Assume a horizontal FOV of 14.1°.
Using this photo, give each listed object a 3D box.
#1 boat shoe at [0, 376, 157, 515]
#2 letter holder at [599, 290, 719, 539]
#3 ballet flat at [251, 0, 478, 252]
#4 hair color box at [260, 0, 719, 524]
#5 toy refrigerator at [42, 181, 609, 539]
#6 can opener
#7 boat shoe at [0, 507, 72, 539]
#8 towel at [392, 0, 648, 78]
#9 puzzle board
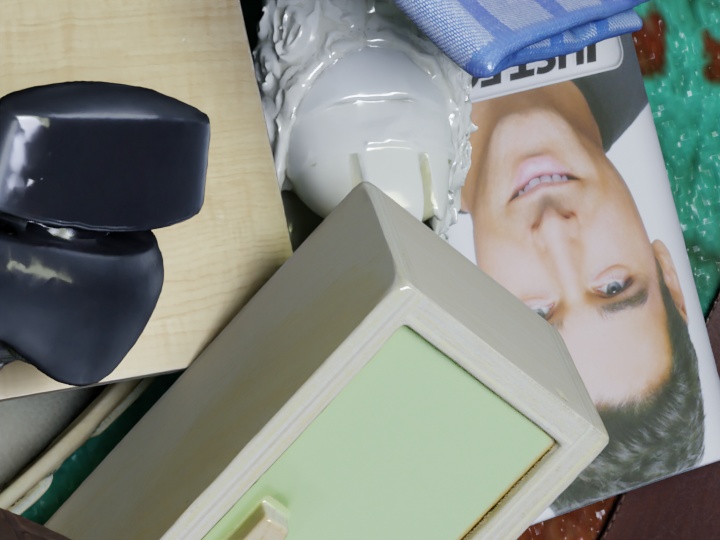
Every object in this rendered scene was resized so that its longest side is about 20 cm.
[{"bbox_3d":[-0.088,0.017,0.811,0.201,0.063,0.073,-47,108,-29],"label":"boat shoe"},{"bbox_3d":[0.161,0.086,0.917,0.100,0.142,0.201,39,64,-23],"label":"letter holder"},{"bbox_3d":[0.000,0.000,0.823,0.071,0.072,0.201,-1,104,-33],"label":"ballet flat"},{"bbox_3d":[0.040,-0.025,0.904,0.099,0.061,0.201,-15,92,-35],"label":"hair color box"},{"bbox_3d":[-0.033,0.082,0.767,0.076,0.070,0.200,38,104,-24],"label":"toy refrigerator"},{"bbox_3d":[-0.121,-0.006,0.688,0.199,0.063,0.079,-6,104,-45],"label":"can opener"},{"bbox_3d":[-0.043,0.127,0.710,0.202,0.075,0.075,29,106,-9],"label":"boat shoe"},{"bbox_3d":[-0.003,-0.138,0.817,0.200,0.024,0.147,49,25,9],"label":"towel"},{"bbox_3d":[-0.121,-0.037,0.768,0.199,0.017,0.152,-9,83,-23],"label":"puzzle board"}]
